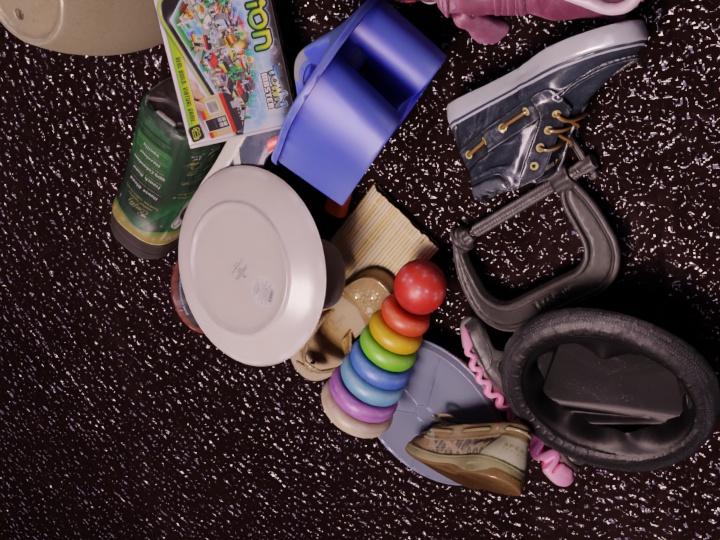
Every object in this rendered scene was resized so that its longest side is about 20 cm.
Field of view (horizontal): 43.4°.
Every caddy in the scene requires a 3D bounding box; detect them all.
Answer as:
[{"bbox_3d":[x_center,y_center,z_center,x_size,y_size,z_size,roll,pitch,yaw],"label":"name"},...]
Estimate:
[{"bbox_3d":[-0.013,-0.146,0.764,0.104,0.142,0.200,37,162,-2],"label":"caddy"}]

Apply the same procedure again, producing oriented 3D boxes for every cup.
[{"bbox_3d":[-0.277,-0.290,0.871,0.196,0.144,0.204,16,128,21],"label":"cup"}]

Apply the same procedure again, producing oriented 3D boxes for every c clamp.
[{"bbox_3d":[0.156,-0.038,0.850,0.199,0.027,0.172,-38,87,39],"label":"c clamp"}]

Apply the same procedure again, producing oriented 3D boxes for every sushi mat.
[{"bbox_3d":[0.000,0.000,0.985,0.095,0.012,0.200,41,132,0],"label":"sushi mat"}]

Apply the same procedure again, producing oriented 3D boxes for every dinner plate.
[{"bbox_3d":[-0.118,-0.002,0.910,0.197,0.024,0.205,8,104,32],"label":"dinner plate"}]

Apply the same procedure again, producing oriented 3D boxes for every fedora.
[{"bbox_3d":[0.235,0.093,0.848,0.196,0.092,0.204,13,126,18],"label":"fedora"}]

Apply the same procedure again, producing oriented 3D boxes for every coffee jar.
[{"bbox_3d":[-0.205,-0.107,0.977,0.085,0.104,0.201,37,132,7],"label":"coffee jar"}]

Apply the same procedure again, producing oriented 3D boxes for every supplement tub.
[{"bbox_3d":[-0.110,0.012,0.989,0.197,0.107,0.109,-6,118,40],"label":"supplement tub"}]

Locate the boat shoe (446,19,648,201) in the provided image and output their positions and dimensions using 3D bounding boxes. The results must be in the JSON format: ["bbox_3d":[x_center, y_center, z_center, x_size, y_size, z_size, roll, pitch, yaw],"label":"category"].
[{"bbox_3d":[0.159,-0.126,0.745,0.199,0.070,0.093,-21,84,49],"label":"boat shoe"}]

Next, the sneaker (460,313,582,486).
[{"bbox_3d":[0.181,0.116,0.925,0.095,0.079,0.201,-37,94,14],"label":"sneaker"}]

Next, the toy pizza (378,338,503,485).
[{"bbox_3d":[0.080,0.155,1.021,0.197,0.032,0.204,23,132,28],"label":"toy pizza"}]

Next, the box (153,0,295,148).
[{"bbox_3d":[-0.129,-0.226,0.837,0.107,0.035,0.205,-12,105,2],"label":"box"}]

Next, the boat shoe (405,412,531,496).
[{"bbox_3d":[0.113,0.186,0.936,0.073,0.064,0.199,31,164,-21],"label":"boat shoe"}]

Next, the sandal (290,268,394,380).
[{"bbox_3d":[-0.038,0.078,1.004,0.078,0.070,0.212,43,133,-2],"label":"sandal"}]

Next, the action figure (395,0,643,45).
[{"bbox_3d":[0.119,-0.214,0.685,0.195,0.150,0.136,-4,126,17],"label":"action figure"}]

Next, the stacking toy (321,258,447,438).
[{"bbox_3d":[0.031,0.076,0.934,0.084,0.085,0.202,32,121,8],"label":"stacking toy"}]

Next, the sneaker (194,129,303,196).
[{"bbox_3d":[-0.110,-0.088,0.947,0.085,0.075,0.201,45,133,10],"label":"sneaker"}]

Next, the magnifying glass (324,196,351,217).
[{"bbox_3d":[-0.003,-0.137,0.890,0.078,0.022,0.203,28,129,12],"label":"magnifying glass"}]
